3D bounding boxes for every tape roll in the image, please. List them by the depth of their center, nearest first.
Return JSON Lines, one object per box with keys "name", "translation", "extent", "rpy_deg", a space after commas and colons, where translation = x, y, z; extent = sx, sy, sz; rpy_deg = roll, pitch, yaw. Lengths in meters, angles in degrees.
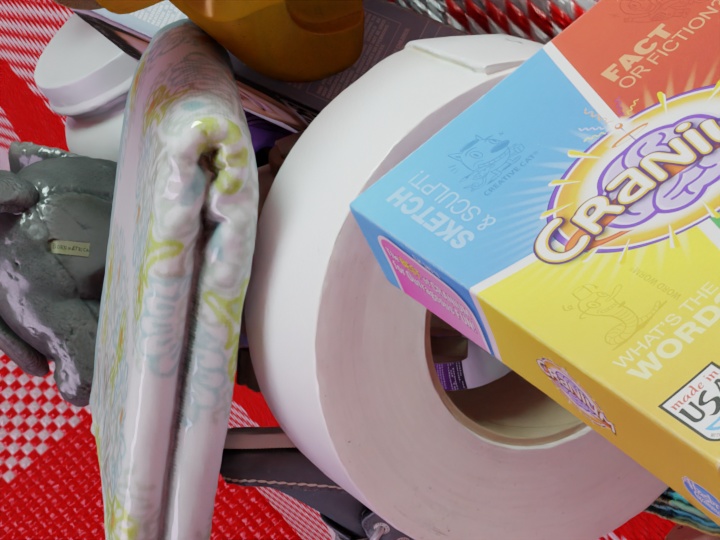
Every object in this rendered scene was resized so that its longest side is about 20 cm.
{"name": "tape roll", "translation": [0.057, 0.009, 0.859], "extent": [0.203, 0.202, 0.071], "rpy_deg": [56, 168, -26]}

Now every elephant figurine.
{"name": "elephant figurine", "translation": [-0.165, 0.005, 1.145], "extent": [0.200, 0.141, 0.156], "rpy_deg": [1, 108, 58]}

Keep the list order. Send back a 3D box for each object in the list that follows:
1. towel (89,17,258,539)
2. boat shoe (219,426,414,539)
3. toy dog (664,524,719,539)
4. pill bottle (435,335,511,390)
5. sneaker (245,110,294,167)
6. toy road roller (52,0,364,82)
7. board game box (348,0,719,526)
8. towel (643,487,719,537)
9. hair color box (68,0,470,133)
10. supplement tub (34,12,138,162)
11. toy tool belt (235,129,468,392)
{"name": "towel", "translation": [-0.077, 0.010, 0.897], "extent": [0.171, 0.048, 0.201], "rpy_deg": [-118, 35, -68]}
{"name": "boat shoe", "translation": [0.022, 0.106, 0.945], "extent": [0.199, 0.062, 0.073], "rpy_deg": [13, 173, -34]}
{"name": "toy dog", "translation": [0.203, 0.181, 1.103], "extent": [0.132, 0.096, 0.200], "rpy_deg": [48, 168, 11]}
{"name": "pill bottle", "translation": [0.093, 0.043, 1.046], "extent": [0.113, 0.112, 0.200], "rpy_deg": [50, 169, -1]}
{"name": "sneaker", "translation": [-0.020, -0.005, 1.121], "extent": [0.200, 0.081, 0.084], "rpy_deg": [49, -173, -28]}
{"name": "toy road roller", "translation": [-0.064, -0.139, 0.863], "extent": [0.123, 0.199, 0.147], "rpy_deg": [40, 143, 37]}
{"name": "board game box", "translation": [0.110, -0.017, 0.693], "extent": [0.200, 0.153, 0.040], "rpy_deg": [36, 161, 49]}
{"name": "towel", "translation": [0.194, 0.106, 0.895], "extent": [0.146, 0.022, 0.200], "rpy_deg": [10, 180, -20]}
{"name": "hair color box", "translation": [-0.032, -0.102, 1.002], "extent": [0.199, 0.061, 0.099], "rpy_deg": [26, 175, 23]}
{"name": "supplement tub", "translation": [-0.072, -0.070, 1.208], "extent": [0.200, 0.145, 0.145], "rpy_deg": [51, 169, -26]}
{"name": "toy tool belt", "translation": [0.000, 0.000, 0.974], "extent": [0.200, 0.122, 0.126], "rpy_deg": [-168, 82, -77]}
